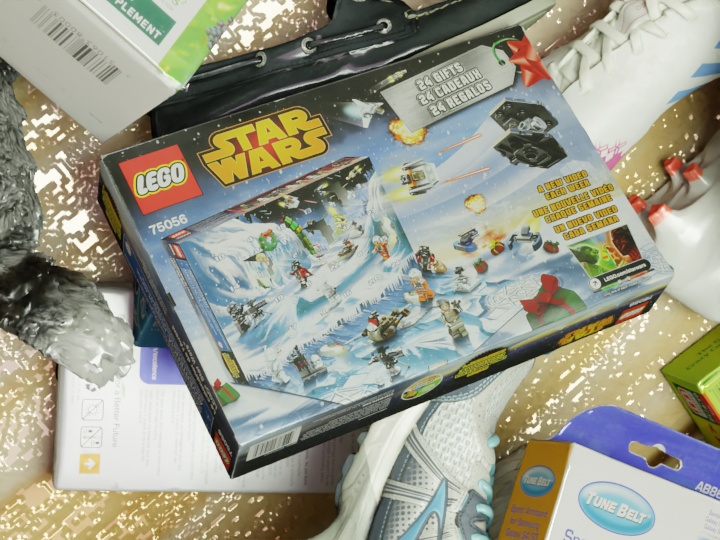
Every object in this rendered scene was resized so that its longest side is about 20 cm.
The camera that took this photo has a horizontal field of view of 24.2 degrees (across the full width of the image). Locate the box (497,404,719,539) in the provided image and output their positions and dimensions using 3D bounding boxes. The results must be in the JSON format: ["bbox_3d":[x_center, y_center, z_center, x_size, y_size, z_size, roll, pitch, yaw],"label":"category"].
[{"bbox_3d":[0.101,0.158,0.664,0.119,0.041,0.200,22,81,-22],"label":"box"}]

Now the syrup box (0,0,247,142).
[{"bbox_3d":[-0.070,-0.157,0.704,0.079,0.081,0.200,41,61,-16],"label":"syrup box"}]

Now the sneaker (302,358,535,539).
[{"bbox_3d":[0.029,0.115,0.701,0.086,0.078,0.200,28,75,19],"label":"sneaker"}]

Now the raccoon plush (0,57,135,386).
[{"bbox_3d":[-0.145,-0.055,0.715,0.200,0.097,0.134,32,89,9],"label":"raccoon plush"}]

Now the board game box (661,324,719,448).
[{"bbox_3d":[0.265,0.035,0.860,0.200,0.048,0.102,-36,104,-7],"label":"board game box"}]

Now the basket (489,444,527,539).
[{"bbox_3d":[0.058,0.187,0.790,0.200,0.123,0.136,-32,103,-7],"label":"basket"}]

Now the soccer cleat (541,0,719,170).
[{"bbox_3d":[0.129,-0.107,0.787,0.200,0.086,0.070,-34,60,-13],"label":"soccer cleat"}]

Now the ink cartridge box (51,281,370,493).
[{"bbox_3d":[-0.044,0.056,0.796,0.200,0.037,0.095,3,94,-11],"label":"ink cartridge box"}]

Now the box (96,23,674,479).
[{"bbox_3d":[0.010,-0.014,0.692,0.200,0.040,0.137,-19,67,-20],"label":"box"}]

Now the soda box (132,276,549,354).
[{"bbox_3d":[0.000,0.000,0.754,0.200,0.068,0.064,2,76,-13],"label":"soda box"}]

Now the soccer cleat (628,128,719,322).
[{"bbox_3d":[0.218,-0.061,0.833,0.200,0.069,0.078,-44,109,2],"label":"soccer cleat"}]

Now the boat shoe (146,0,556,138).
[{"bbox_3d":[-0.008,-0.102,0.769,0.199,0.075,0.066,-27,85,-4],"label":"boat shoe"}]
